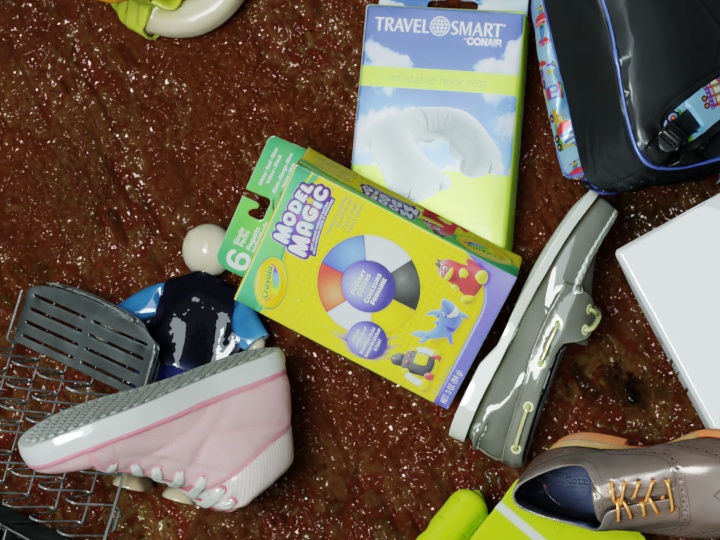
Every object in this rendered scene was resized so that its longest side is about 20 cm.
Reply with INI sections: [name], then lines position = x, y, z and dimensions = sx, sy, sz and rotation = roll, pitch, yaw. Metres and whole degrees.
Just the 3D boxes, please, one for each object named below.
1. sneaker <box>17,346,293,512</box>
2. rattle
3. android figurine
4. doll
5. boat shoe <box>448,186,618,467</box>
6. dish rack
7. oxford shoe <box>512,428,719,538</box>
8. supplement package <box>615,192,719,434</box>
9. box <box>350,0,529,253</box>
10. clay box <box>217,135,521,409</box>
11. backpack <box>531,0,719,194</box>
[sneaker]
position = -0.129, 0.128, 1.146
dimensions = 0.199, 0.075, 0.106
rotation = -17, 101, -30
[rattle]
position = -0.116, -0.264, 1.224
dimensions = 0.198, 0.143, 0.131
rotation = -23, 62, 12
[android figurine]
position = 0.122, 0.223, 1.150
dimensions = 0.181, 0.041, 0.200
rotation = 37, 69, 11
[doll]
position = -0.133, 0.063, 1.231
dimensions = 0.135, 0.048, 0.202
rotation = 13, 86, 10
[boat shoe]
position = 0.133, 0.040, 1.179
dimensions = 0.060, 0.072, 0.203
rotation = 29, 95, 10
[dish rack]
position = -0.227, 0.114, 1.211
dimensions = 0.152, 0.054, 0.202
rotation = 20, 95, 29
[oxford shoe]
position = 0.188, 0.145, 1.070
dimensions = 0.199, 0.073, 0.072
rotation = -7, 99, 43
[supplement package]
position = 0.271, 0.051, 1.128
dimensions = 0.120, 0.120, 0.202
rotation = -28, 80, 7
[box]
position = 0.058, -0.111, 1.220
dimensions = 0.120, 0.048, 0.203
rotation = 4, 85, 9
[clay box]
position = 0.000, 0.000, 1.179
dimensions = 0.198, 0.048, 0.116
rotation = 26, 112, 0
[backpack]
position = 0.236, -0.151, 1.151
dimensions = 0.198, 0.134, 0.185
rotation = -11, 82, -21
